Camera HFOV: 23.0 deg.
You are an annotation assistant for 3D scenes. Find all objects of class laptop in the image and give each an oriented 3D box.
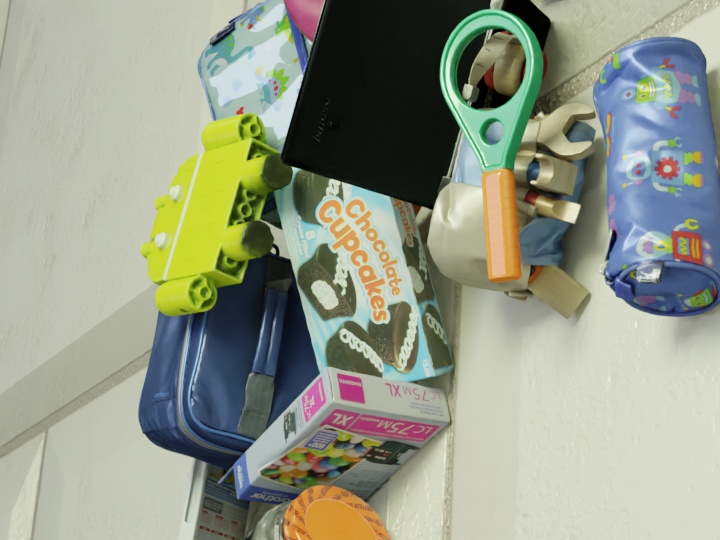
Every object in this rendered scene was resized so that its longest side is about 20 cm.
[{"bbox_3d":[0.050,-0.146,1.411,0.115,0.200,0.189,16,90,23],"label":"laptop"}]

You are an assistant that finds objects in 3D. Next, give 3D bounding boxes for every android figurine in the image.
[{"bbox_3d":[-0.132,-0.047,1.536,0.199,0.041,0.184,-5,65,55],"label":"android figurine"}]

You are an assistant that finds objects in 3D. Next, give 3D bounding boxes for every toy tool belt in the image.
[{"bbox_3d":[0.138,-0.074,1.354,0.122,0.125,0.202,15,92,23],"label":"toy tool belt"}]

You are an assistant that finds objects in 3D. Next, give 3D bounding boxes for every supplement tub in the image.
[{"bbox_3d":[-0.062,0.280,1.505,0.200,0.122,0.123,-53,34,34],"label":"supplement tub"}]

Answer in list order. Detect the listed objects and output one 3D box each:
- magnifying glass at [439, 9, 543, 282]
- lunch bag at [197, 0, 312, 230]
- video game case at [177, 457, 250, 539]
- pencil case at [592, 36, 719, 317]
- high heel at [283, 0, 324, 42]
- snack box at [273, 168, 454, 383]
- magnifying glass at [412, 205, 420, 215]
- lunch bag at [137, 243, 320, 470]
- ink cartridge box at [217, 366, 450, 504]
[{"bbox_3d":[0.100,-0.093,1.300,0.079,0.022,0.202,-9,77,30],"label":"magnifying glass"},{"bbox_3d":[-0.056,-0.153,1.603,0.160,0.082,0.202,-26,64,27],"label":"lunch bag"},{"bbox_3d":[-0.132,0.203,1.693,0.143,0.018,0.202,45,-127,-69],"label":"video game case"},{"bbox_3d":[0.205,-0.065,1.226,0.078,0.086,0.202,86,-176,-62],"label":"pencil case"},{"bbox_3d":[0.017,-0.219,1.509,0.067,0.199,0.097,-46,-16,-37],"label":"high heel"},{"bbox_3d":[0.000,0.000,1.496,0.115,0.037,0.202,-15,90,34],"label":"snack box"},{"bbox_3d":[0.056,-0.083,1.530,0.023,0.079,0.201,60,143,26],"label":"magnifying glass"},{"bbox_3d":[-0.103,0.071,1.586,0.132,0.135,0.202,-20,56,56],"label":"lunch bag"},{"bbox_3d":[-0.026,0.155,1.505,0.200,0.118,0.042,-45,43,43],"label":"ink cartridge box"}]
